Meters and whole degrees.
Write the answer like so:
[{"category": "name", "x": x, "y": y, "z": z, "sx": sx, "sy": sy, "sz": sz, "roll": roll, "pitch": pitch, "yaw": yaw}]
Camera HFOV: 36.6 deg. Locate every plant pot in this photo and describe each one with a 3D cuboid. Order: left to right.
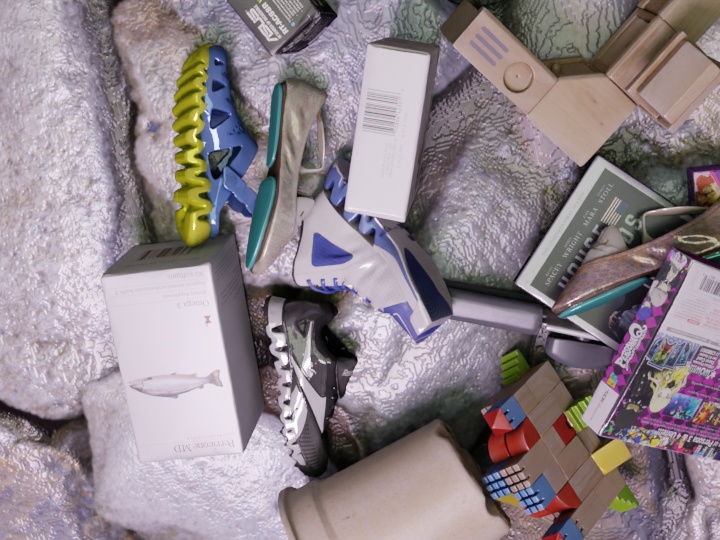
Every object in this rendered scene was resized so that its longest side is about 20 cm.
[{"category": "plant pot", "x": 0.046, "y": 0.258, "z": 1.112, "sx": 0.183, "sy": 0.201, "sz": 0.201, "roll": -35, "pitch": 97, "yaw": 5}]

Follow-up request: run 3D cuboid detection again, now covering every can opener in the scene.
[{"category": "can opener", "x": 0.168, "y": 0.056, "z": 1.117, "sx": 0.197, "sy": 0.053, "sz": 0.067, "roll": 15, "pitch": 105, "yaw": 3}]

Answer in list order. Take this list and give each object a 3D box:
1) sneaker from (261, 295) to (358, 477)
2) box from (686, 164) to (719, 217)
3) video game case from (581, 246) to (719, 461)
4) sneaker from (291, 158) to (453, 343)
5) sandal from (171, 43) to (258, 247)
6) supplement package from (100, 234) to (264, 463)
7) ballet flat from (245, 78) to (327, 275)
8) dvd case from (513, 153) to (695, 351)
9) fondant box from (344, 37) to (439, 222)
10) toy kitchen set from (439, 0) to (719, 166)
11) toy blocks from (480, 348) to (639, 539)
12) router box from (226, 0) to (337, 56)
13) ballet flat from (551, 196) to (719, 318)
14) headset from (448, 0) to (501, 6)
[{"category": "sneaker", "x": -0.044, "y": 0.121, "z": 1.147, "sx": 0.089, "sy": 0.066, "sz": 0.203, "roll": -8, "pitch": 100, "yaw": 10}, {"category": "box", "x": 0.401, "y": -0.009, "z": 1.084, "sx": 0.135, "sy": 0.039, "sz": 0.203, "roll": -5, "pitch": 102, "yaw": 8}, {"category": "video game case", "x": 0.324, "y": 0.086, "z": 1.024, "sx": 0.198, "sy": 0.036, "sz": 0.183, "roll": 15, "pitch": 107, "yaw": -33}, {"category": "sneaker", "x": 0.000, "y": -0.001, "z": 1.102, "sx": 0.115, "sy": 0.080, "sz": 0.200, "roll": -41, "pitch": 72, "yaw": 23}, {"category": "sandal", "x": -0.144, "y": -0.127, "z": 1.106, "sx": 0.086, "sy": 0.079, "sz": 0.203, "roll": -3, "pitch": 100, "yaw": -24}, {"category": "supplement package", "x": -0.178, "y": 0.079, "z": 1.122, "sx": 0.115, "sy": 0.117, "sz": 0.203, "roll": -7, "pitch": 105, "yaw": 7}, {"category": "ballet flat", "x": -0.068, "y": -0.091, "z": 1.080, "sx": 0.062, "sy": 0.067, "sz": 0.203, "roll": 11, "pitch": 85, "yaw": -18}, {"category": "dvd case", "x": 0.272, "y": 0.004, "z": 1.063, "sx": 0.199, "sy": 0.025, "sz": 0.151, "roll": 33, "pitch": 97, "yaw": 1}, {"category": "fondant box", "x": 0.033, "y": -0.137, "z": 1.011, "sx": 0.057, "sy": 0.200, "sz": 0.146, "roll": 10, "pitch": 104, "yaw": 5}, {"category": "toy kitchen set", "x": 0.212, "y": -0.217, "z": 0.973, "sx": 0.180, "sy": 0.164, "sz": 0.200, "roll": 38, "pitch": 104, "yaw": -18}, {"category": "toy blocks", "x": 0.180, "y": 0.192, "z": 1.088, "sx": 0.100, "sy": 0.136, "sz": 0.201, "roll": -33, "pitch": 90, "yaw": 45}, {"category": "router box", "x": -0.110, "y": -0.296, "z": 1.016, "sx": 0.062, "sy": 0.150, "sz": 0.200, "roll": -38, "pitch": 97, "yaw": 12}, {"category": "ballet flat", "x": 0.265, "y": -0.017, "z": 1.025, "sx": 0.198, "sy": 0.068, "sz": 0.068, "roll": -20, "pitch": 77, "yaw": 0}, {"category": "headset", "x": 0.075, "y": -0.317, "z": 1.020, "sx": 0.197, "sy": 0.094, "sz": 0.125, "roll": 6, "pitch": 103, "yaw": -7}]
